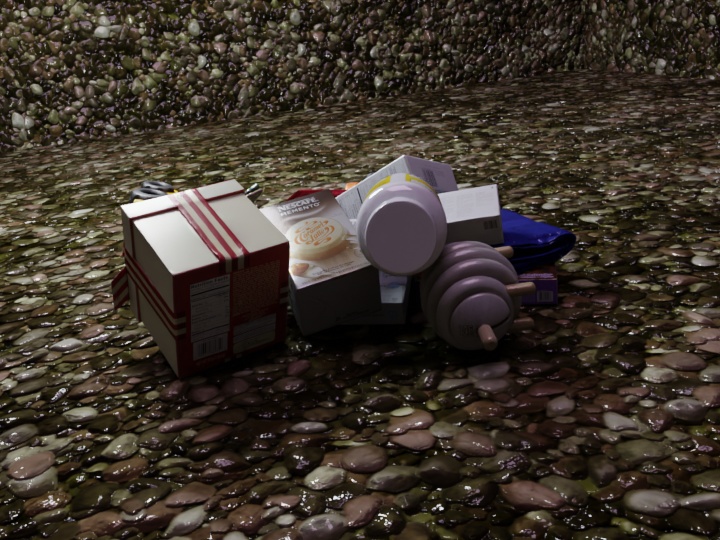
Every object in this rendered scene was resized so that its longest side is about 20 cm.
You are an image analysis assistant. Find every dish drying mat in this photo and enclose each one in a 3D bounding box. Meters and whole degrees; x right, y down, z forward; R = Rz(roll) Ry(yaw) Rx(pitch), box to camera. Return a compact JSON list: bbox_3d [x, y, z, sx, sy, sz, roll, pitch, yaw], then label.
[{"bbox_3d":[-0.045,-0.114,1.362,0.198,0.018,0.076,-5,-19,-44],"label":"dish drying mat"}]

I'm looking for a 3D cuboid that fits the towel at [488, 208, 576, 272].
[{"bbox_3d":[0.201,-0.047,1.191,0.145,0.050,0.199,-10,21,-26],"label":"towel"}]

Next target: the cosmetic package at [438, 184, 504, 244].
[{"bbox_3d":[0.098,-0.064,1.123,0.196,0.051,0.083,-8,37,13],"label":"cosmetic package"}]

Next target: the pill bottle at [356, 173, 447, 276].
[{"bbox_3d":[0.050,-0.056,0.977,0.109,0.114,0.200,-4,10,5],"label":"pill bottle"}]

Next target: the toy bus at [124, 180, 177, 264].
[{"bbox_3d":[-0.307,-0.072,1.412,0.188,0.138,0.200,6,16,-6],"label":"toy bus"}]

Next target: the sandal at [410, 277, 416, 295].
[{"bbox_3d":[0.000,0.000,1.227,0.197,0.046,0.075,8,25,34],"label":"sandal"}]

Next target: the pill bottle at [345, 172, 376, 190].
[{"bbox_3d":[0.071,-0.132,1.492,0.196,0.108,0.106,-2,19,9],"label":"pill bottle"}]

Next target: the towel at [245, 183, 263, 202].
[{"bbox_3d":[-0.232,-0.067,1.209,0.142,0.023,0.200,-30,-1,-29],"label":"towel"}]

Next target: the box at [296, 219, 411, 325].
[{"bbox_3d":[-0.001,-0.003,1.156,0.153,0.042,0.201,-2,37,11],"label":"box"}]

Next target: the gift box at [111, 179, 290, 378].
[{"bbox_3d":[-0.210,0.013,1.036,0.182,0.203,0.187,-13,40,-33],"label":"gift box"}]

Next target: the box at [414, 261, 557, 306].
[{"bbox_3d":[0.183,0.008,1.166,0.196,0.040,0.137,-1,19,11],"label":"box"}]

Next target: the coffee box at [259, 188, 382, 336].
[{"bbox_3d":[-0.059,-0.017,1.086,0.113,0.081,0.201,-17,38,-13],"label":"coffee box"}]

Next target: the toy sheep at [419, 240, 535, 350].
[{"bbox_3d":[0.138,0.032,0.981,0.135,0.140,0.201,-7,25,-4],"label":"toy sheep"}]

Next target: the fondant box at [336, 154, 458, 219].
[{"bbox_3d":[0.045,-0.113,1.328,0.198,0.059,0.143,-27,-16,34],"label":"fondant box"}]
